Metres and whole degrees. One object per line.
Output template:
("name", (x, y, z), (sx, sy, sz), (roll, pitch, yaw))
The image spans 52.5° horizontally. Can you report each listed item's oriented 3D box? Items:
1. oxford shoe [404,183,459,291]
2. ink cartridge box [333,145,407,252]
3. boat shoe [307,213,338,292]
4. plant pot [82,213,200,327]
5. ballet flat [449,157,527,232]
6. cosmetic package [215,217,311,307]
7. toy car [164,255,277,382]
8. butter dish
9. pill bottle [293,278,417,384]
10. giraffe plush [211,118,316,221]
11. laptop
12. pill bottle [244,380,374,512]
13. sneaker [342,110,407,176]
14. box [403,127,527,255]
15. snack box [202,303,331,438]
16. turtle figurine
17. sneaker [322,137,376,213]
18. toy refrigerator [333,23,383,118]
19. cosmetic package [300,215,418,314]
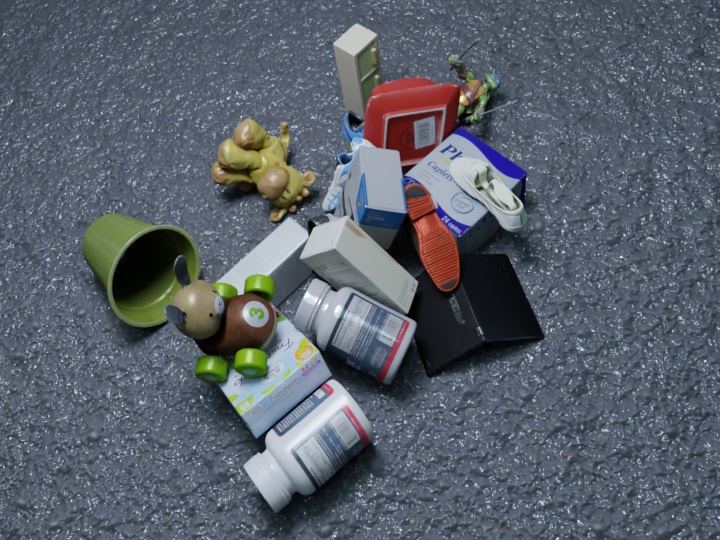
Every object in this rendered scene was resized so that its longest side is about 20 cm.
("oxford shoe", (0.126, -0.056, 1.330), (0.069, 0.073, 0.205), (-17, 80, -11))
("ink cartridge box", (0.013, -0.106, 1.363), (0.082, 0.202, 0.148), (5, 54, -15))
("boat shoe", (-0.065, -0.002, 1.355), (0.055, 0.068, 0.206), (-5, 88, -34))
("plant pot", (-0.446, -0.021, 1.424), (0.188, 0.202, 0.201), (26, 64, 38))
("ballet flat", (0.233, -0.155, 1.324), (0.068, 0.070, 0.201), (-31, 59, -11))
("cosmetic package", (-0.174, 0.008, 1.392), (0.071, 0.102, 0.199), (37, 69, 28))
("toy car", (-0.242, 0.064, 1.184), (0.154, 0.200, 0.168), (-11, 58, 23))
("butter dish", (0.084, -0.310, 1.464), (0.194, 0.203, 0.150), (-10, 49, -12))
("pill bottle", (-0.011, 0.100, 1.266), (0.196, 0.120, 0.121), (27, 64, 4))
("giraffe plush", (-0.187, -0.196, 1.513), (0.197, 0.174, 0.164), (-15, 60, -43))
("laptop", (0.198, 0.077, 1.341), (0.198, 0.115, 0.191), (-34, 53, 22))
("pill bottle", (-0.085, 0.287, 1.182), (0.198, 0.121, 0.120), (-37, 59, -14))
("sneaker", (0.025, -0.264, 1.544), (0.065, 0.079, 0.201), (-33, 60, -15))
("box", (0.194, -0.148, 1.426), (0.199, 0.106, 0.183), (-41, 61, -17))
("snack box", (-0.168, 0.167, 1.273), (0.167, 0.069, 0.199), (-38, 39, -14))
("turtle figurine", (0.203, -0.370, 1.525), (0.191, 0.146, 0.200), (-31, 13, 10))
("sneaker", (-0.029, -0.187, 1.444), (0.072, 0.200, 0.072), (39, 46, -2))
("toy refrigerator", (0.004, -0.415, 1.568), (0.069, 0.202, 0.076), (35, 67, 27))
("cosmetic package", (0.000, 0.000, 1.298), (0.104, 0.200, 0.072), (-11, 46, 46))
